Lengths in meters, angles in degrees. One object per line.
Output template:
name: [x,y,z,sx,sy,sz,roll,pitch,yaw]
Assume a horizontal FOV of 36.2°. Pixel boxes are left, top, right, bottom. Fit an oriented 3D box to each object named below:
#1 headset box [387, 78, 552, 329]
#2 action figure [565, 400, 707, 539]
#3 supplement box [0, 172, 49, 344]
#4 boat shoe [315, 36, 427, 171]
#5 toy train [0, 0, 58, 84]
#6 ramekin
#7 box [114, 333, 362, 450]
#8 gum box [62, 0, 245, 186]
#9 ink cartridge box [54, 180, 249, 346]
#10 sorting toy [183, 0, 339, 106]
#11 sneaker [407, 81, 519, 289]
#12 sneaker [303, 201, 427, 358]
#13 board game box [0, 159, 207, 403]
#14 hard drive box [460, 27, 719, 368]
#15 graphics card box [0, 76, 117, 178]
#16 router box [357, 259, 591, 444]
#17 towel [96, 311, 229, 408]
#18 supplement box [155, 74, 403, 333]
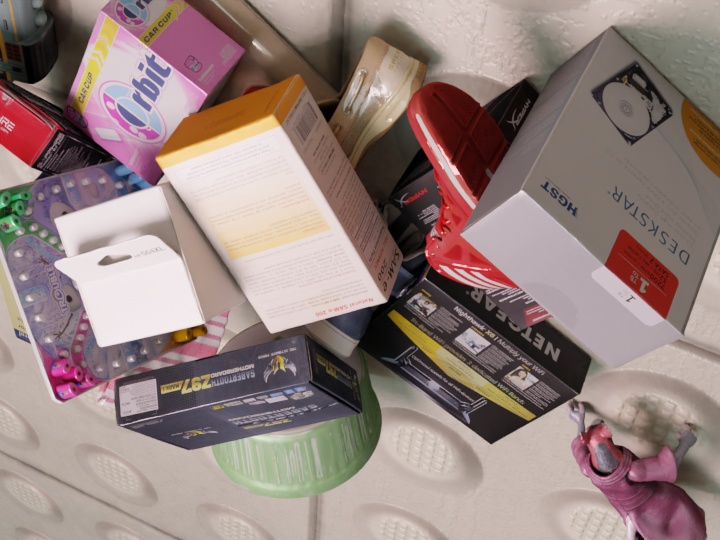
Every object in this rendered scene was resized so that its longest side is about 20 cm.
headset box: [0.148,-0.044,0.961,0.200,0.077,0.149,42,142,-14]
action figure: [0.267,0.221,1.128,0.134,0.149,0.200,0,147,44]
supplement box: [-0.304,0.012,1.302,0.199,0.134,0.200,23,142,14]
boat shoe: [-0.021,-0.126,0.978,0.064,0.071,0.200,31,127,-16]
toy train: [-0.361,-0.272,1.076,0.114,0.085,0.200,14,139,4]
ramekin: [-0.078,0.145,1.236,0.199,0.200,0.098,16,138,21]
box: [-0.115,0.124,1.077,0.199,0.051,0.158,-13,160,13]
gum box: [-0.198,-0.169,1.024,0.113,0.066,0.200,38,148,-7]
ink cartridge box: [-0.170,-0.018,1.016,0.128,0.200,0.126,-14,98,29]
sorting toy: [-0.134,-0.167,1.059,0.185,0.037,0.200,43,142,-13]
sneaker: [0.073,-0.052,0.882,0.115,0.078,0.200,-16,119,43]
sneaker: [0.001,0.001,1.114,0.077,0.146,0.202,33,-177,-12]
board game box: [-0.245,0.000,1.059,0.026,0.200,0.201,-13,98,36]
hard drive box: [0.186,-0.056,0.818,0.156,0.200,0.077,40,143,-11]
graphics card box: [-0.317,-0.137,1.111,0.125,0.051,0.200,35,-177,12]
router box: [0.111,0.082,1.141,0.200,0.052,0.157,37,141,-10]
towel: [-0.200,0.062,1.202,0.030,0.201,0.146,17,179,38]
supplement box: [-0.065,-0.053,0.954,0.126,0.074,0.200,-15,121,27]
